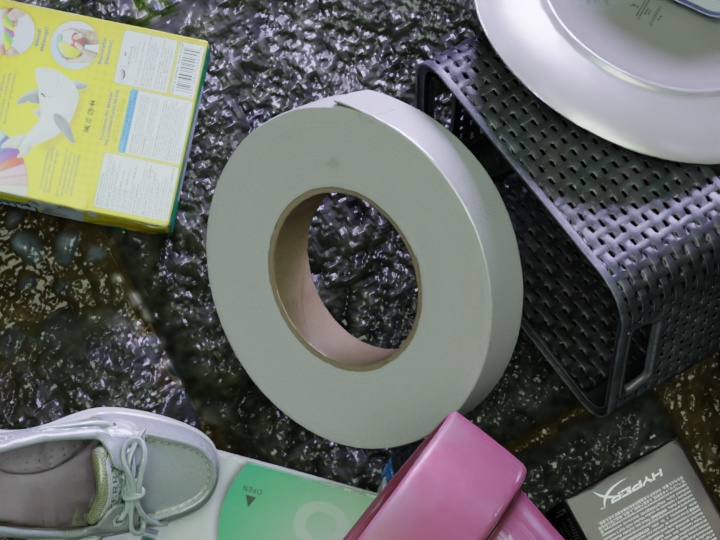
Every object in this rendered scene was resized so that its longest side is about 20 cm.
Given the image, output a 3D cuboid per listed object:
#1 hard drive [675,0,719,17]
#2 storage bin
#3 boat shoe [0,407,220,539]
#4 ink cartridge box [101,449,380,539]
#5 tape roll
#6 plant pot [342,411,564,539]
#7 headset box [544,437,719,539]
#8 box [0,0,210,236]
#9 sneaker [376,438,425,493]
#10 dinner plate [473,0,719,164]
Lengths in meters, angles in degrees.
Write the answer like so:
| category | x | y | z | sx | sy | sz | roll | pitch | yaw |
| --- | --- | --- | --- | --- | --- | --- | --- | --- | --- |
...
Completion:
| category | x | y | z | sx | sy | sz | roll | pitch | yaw |
| --- | --- | --- | --- | --- | --- | --- | --- | --- | --- |
| hard drive | 0.173 | -0.230 | 1.555 | 0.131 | 0.025 | 0.200 | 25 | 40 | 3 |
| storage bin | 0.121 | -0.037 | 1.507 | 0.093 | 0.135 | 0.200 | -28 | 62 | -17 |
| boat shoe | -0.168 | 0.117 | 1.474 | 0.201 | 0.065 | 0.075 | 4 | 102 | -24 |
| ink cartridge box | -0.079 | 0.207 | 1.536 | 0.160 | 0.050 | 0.201 | 13 | 81 | 14 |
| tape roll | 0.000 | 0.000 | 1.521 | 0.202 | 0.037 | 0.204 | 12 | 111 | 34 |
| plant pot | 0.056 | 0.205 | 1.402 | 0.179 | 0.200 | 0.200 | 39 | 84 | 2 |
| headset box | 0.186 | 0.202 | 1.502 | 0.075 | 0.149 | 0.201 | -28 | 83 | -4 |
| box | -0.197 | -0.096 | 1.590 | 0.199 | 0.048 | 0.118 | 13 | 83 | -1 |
| sneaker | 0.079 | 0.184 | 1.552 | 0.086 | 0.075 | 0.201 | -6 | 62 | -44 |
| dinner plate | 0.158 | -0.136 | 1.488 | 0.199 | 0.024 | 0.201 | 13 | 42 | -12 |
